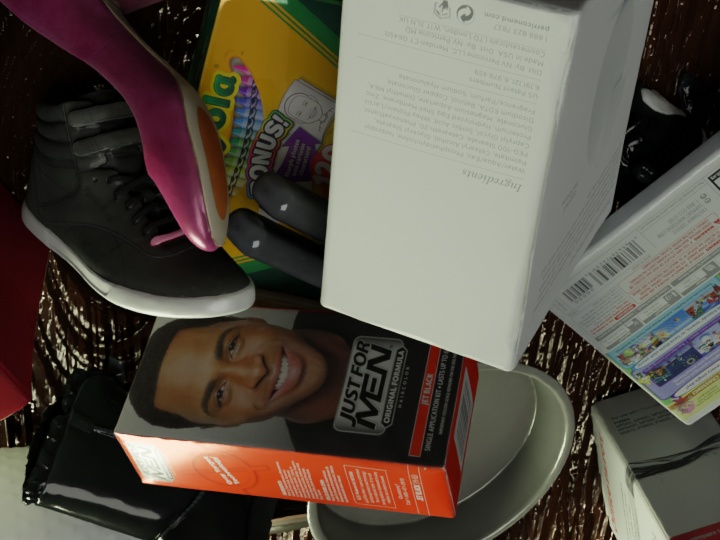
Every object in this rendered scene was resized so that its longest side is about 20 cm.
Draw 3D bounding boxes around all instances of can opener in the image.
[{"bbox_3d":[0.000,0.000,0.748,0.053,0.067,0.200,-51,148,9],"label":"can opener"}]

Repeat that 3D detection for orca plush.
[{"bbox_3d":[0.183,-0.090,0.791,0.105,0.071,0.201,-26,123,8],"label":"orca plush"}]

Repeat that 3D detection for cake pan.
[{"bbox_3d":[0.052,0.129,0.848,0.198,0.037,0.202,-13,131,-15],"label":"cake pan"}]

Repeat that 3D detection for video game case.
[{"bbox_3d":[0.243,0.001,0.809,0.200,0.022,0.182,-40,121,23],"label":"video game case"}]

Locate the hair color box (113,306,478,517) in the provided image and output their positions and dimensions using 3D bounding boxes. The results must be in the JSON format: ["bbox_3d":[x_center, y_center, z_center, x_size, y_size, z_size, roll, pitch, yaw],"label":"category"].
[{"bbox_3d":[-0.035,0.080,0.735,0.198,0.102,0.061,3,142,15],"label":"hair color box"}]

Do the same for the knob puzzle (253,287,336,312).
[{"bbox_3d":[-0.062,0.086,0.849,0.217,0.031,0.221,-2,138,-2],"label":"knob puzzle"}]

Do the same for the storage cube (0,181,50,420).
[{"bbox_3d":[-0.304,0.004,0.709,0.199,0.171,0.180,-27,124,8],"label":"storage cube"}]

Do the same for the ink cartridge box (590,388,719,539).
[{"bbox_3d":[0.250,0.200,0.917,0.083,0.201,0.145,-17,124,-2],"label":"ink cartridge box"}]

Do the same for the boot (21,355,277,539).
[{"bbox_3d":[-0.138,0.160,0.781,0.162,0.199,0.073,29,131,-19],"label":"boot"}]

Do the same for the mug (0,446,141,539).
[{"bbox_3d":[-0.202,0.209,0.891,0.174,0.149,0.200,-2,151,-19],"label":"mug"}]

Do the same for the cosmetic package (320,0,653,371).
[{"bbox_3d":[0.076,-0.091,0.680,0.122,0.199,0.202,17,124,19],"label":"cosmetic package"}]

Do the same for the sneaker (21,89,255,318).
[{"bbox_3d":[-0.134,-0.046,0.710,0.070,0.199,0.100,-18,126,-42],"label":"sneaker"}]

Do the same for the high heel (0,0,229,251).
[{"bbox_3d":[-0.138,-0.093,0.677,0.095,0.067,0.202,-20,79,4],"label":"high heel"}]

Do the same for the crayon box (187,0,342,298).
[{"bbox_3d":[-0.052,-0.087,0.760,0.118,0.058,0.201,10,121,-16],"label":"crayon box"}]

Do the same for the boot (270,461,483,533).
[{"bbox_3d":[0.013,0.185,0.941,0.198,0.075,0.098,-17,121,-1],"label":"boot"}]
